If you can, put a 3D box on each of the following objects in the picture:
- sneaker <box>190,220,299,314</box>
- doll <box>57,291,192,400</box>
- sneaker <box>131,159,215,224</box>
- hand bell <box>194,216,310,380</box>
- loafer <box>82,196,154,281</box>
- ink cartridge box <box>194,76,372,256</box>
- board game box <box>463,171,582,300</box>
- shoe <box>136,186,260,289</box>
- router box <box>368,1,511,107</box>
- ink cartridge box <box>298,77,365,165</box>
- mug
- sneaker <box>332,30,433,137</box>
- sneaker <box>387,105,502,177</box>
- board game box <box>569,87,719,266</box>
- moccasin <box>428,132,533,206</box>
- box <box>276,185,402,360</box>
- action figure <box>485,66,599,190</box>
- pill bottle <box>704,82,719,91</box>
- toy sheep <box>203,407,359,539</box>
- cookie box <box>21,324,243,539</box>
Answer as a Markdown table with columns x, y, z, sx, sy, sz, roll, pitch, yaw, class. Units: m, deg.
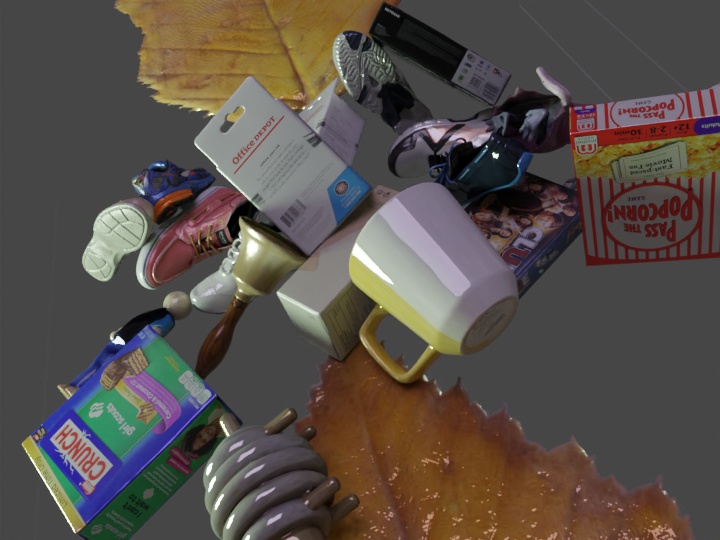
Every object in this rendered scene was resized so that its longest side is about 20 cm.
| x | y | z | sx | sy | sz | roll | pitch | yaw | class |
| --- | --- | --- | --- | --- | --- | --- | --- | --- | --- |
| -0.146 | -0.019 | 1.044 | 0.199 | 0.088 | 0.075 | -35 | 44 | -10 | sneaker |
| -0.301 | 0.096 | 1.021 | 0.200 | 0.049 | 0.136 | -46 | 23 | -26 | doll |
| -0.277 | -0.133 | 1.166 | 0.075 | 0.079 | 0.200 | -39 | 7 | 12 | sneaker |
| -0.152 | 0.046 | 0.969 | 0.104 | 0.104 | 0.202 | 35 | 98 | 42 | hand bell |
| -0.343 | -0.056 | 1.121 | 0.200 | 0.072 | 0.063 | -38 | 16 | 45 | loafer |
| -0.094 | -0.130 | 0.972 | 0.116 | 0.200 | 0.067 | -46 | 1 | 8 | ink cartridge box |
| 0.176 | -0.038 | 0.963 | 0.200 | 0.035 | 0.135 | -44 | 47 | -19 | board game box |
| -0.227 | -0.047 | 1.115 | 0.090 | 0.072 | 0.201 | 10 | 49 | 37 | shoe |
| 0.111 | -0.301 | 1.104 | 0.051 | 0.198 | 0.149 | -60 | 1 | 12 | router box |
| -0.061 | -0.169 | 1.120 | 0.115 | 0.066 | 0.202 | -33 | 31 | 43 | ink cartridge box |
| 0.088 | 0.022 | 0.860 | 0.148 | 0.188 | 0.153 | -27 | 56 | -27 | mug |
| 0.019 | -0.285 | 1.162 | 0.080 | 0.198 | 0.130 | -50 | 32 | 10 | sneaker |
| 0.133 | -0.167 | 1.077 | 0.197 | 0.074 | 0.081 | -16 | 46 | 8 | sneaker |
| 0.310 | -0.092 | 0.838 | 0.149 | 0.201 | 0.047 | -4 | 47 | 20 | board game box |
| 0.140 | -0.136 | 0.982 | 0.081 | 0.068 | 0.200 | -60 | 16 | -22 | moccasin |
| 0.000 | 0.000 | 0.959 | 0.077 | 0.096 | 0.200 | 24 | 60 | 37 | box |
| 0.264 | -0.194 | 0.993 | 0.198 | 0.150 | 0.135 | -3 | 47 | -26 | action figure |
| 0.429 | -0.162 | 0.920 | 0.198 | 0.109 | 0.109 | -28 | 44 | -5 | pill bottle |
| -0.088 | 0.216 | 0.766 | 0.137 | 0.139 | 0.200 | -32 | 48 | -9 | toy sheep |
| -0.263 | 0.188 | 0.897 | 0.200 | 0.076 | 0.171 | -45 | 48 | -14 | cookie box |
